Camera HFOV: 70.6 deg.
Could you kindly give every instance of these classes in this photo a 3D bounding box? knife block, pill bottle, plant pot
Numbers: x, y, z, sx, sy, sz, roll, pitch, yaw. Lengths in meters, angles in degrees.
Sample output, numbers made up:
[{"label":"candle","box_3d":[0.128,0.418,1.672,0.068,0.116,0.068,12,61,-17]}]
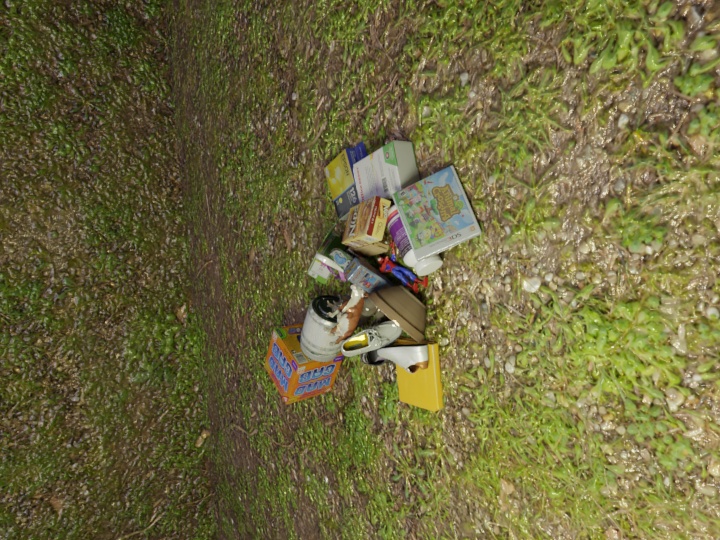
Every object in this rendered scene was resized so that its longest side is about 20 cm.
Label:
[{"label":"knife block","box_3d":[0.004,-0.073,1.611,0.176,0.064,0.201,-59,28,28]},{"label":"pill bottle","box_3d":[0.151,-0.090,1.415,0.113,0.112,0.201,-48,58,46]},{"label":"plant pot","box_3d":[0.125,0.108,1.463,0.093,0.201,0.201,-48,49,1]}]

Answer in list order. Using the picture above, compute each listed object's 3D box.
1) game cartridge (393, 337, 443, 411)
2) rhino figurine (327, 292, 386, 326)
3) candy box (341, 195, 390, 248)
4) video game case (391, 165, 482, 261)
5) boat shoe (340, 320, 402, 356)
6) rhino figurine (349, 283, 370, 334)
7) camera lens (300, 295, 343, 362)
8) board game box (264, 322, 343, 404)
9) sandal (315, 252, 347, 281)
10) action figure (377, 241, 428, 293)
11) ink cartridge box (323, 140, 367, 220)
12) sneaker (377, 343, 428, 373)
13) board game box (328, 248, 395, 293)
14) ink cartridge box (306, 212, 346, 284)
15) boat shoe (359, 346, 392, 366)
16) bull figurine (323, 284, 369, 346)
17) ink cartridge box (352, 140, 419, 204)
[{"label":"game cartridge","box_3d":[0.174,0.308,1.525,0.176,0.032,0.202,0,98,54]},{"label":"rhino figurine","box_3d":[-0.008,0.118,1.611,0.060,0.198,0.088,-95,18,-76]},{"label":"candy box","box_3d":[0.014,-0.137,1.476,0.200,0.055,0.116,-10,64,67]},{"label":"video game case","box_3d":[0.196,-0.150,1.332,0.181,0.022,0.201,-24,73,14]},{"label":"boat shoe","box_3d":[0.033,0.200,1.527,0.086,0.200,0.075,84,167,-75]},{"label":"rhino figurine","box_3d":[-0.002,0.129,1.689,0.060,0.087,0.202,-108,26,-64]},{"label":"camera lens","box_3d":[-0.122,0.201,1.797,0.160,0.159,0.201,48,131,38]},{"label":"board game box","box_3d":[-0.216,0.340,1.915,0.200,0.199,0.201,48,132,37]},{"label":"sandal","box_3d":[-0.077,0.001,1.620,0.050,0.202,0.082,-56,42,1]},{"label":"action figure","box_3d":[0.113,-0.019,1.513,0.200,0.065,0.100,29,136,47]},{"label":"ink cartridge box","box_3d":[-0.036,-0.296,1.693,0.200,0.047,0.199,-32,70,53]},{"label":"sneaker","box_3d":[0.121,0.263,1.499,0.199,0.072,0.086,-11,87,53]},{"label":"board game box","box_3d":[0.000,0.000,1.544,0.062,0.200,0.200,-50,58,7]},{"label":"ink cartridge box","box_3d":[-0.092,-0.074,1.713,0.075,0.148,0.201,31,130,-1]},{"label":"boat shoe","box_3d":[0.046,0.279,1.668,0.199,0.057,0.067,-17,83,54]},{"label":"bull figurine","box_3d":[-0.042,0.137,1.522,0.065,0.121,0.201,38,131,32]},{"label":"ink cartridge box","box_3d":[0.075,-0.278,1.509,0.199,0.083,0.146,-17,82,53]}]
